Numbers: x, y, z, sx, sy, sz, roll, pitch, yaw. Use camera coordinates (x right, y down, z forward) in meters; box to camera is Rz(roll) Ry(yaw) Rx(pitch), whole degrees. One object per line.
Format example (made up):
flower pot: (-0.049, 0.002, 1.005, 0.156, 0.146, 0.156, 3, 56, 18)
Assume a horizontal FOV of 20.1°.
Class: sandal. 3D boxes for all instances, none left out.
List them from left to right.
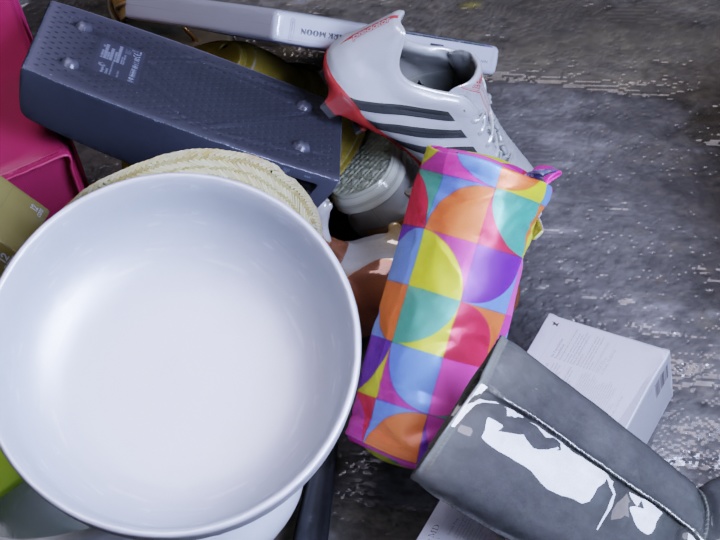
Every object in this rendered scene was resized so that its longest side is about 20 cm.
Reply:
sandal: (-0.158, -0.212, 1.565, 0.080, 0.054, 0.200, -24, 47, -6)

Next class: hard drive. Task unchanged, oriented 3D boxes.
hard drive: (-0.110, -0.099, 1.255, 0.199, 0.042, 0.135, 19, 25, -9)

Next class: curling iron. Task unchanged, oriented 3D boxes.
curling iron: (-0.032, 0.171, 1.188, 0.025, 0.050, 0.200, 9, 47, 7)

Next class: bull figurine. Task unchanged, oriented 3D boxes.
bull figurine: (0.000, 0.000, 1.296, 0.199, 0.122, 0.065, -7, 25, 1)

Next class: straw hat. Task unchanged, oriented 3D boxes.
straw hat: (-0.098, 0.029, 1.177, 0.200, 0.201, 0.085, -22, 55, -5)

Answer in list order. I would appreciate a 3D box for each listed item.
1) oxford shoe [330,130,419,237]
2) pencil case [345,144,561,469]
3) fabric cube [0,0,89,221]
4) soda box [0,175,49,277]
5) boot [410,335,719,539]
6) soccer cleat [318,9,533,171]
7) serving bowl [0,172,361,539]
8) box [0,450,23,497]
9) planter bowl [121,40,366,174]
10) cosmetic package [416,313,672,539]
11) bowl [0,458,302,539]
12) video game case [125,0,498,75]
oxford shoe: (0.016, -0.083, 1.401, 0.075, 0.058, 0.200, -24, 29, 18)
pencil case: (0.056, 0.022, 1.214, 0.088, 0.088, 0.201, 19, 90, 29)
fabric cube: (-0.275, -0.036, 1.338, 0.196, 0.200, 0.200, -21, 46, -5)
soda box: (-0.267, 0.031, 1.197, 0.200, 0.064, 0.068, -49, 12, 23)
boot: (0.153, 0.103, 1.130, 0.200, 0.073, 0.182, 34, 62, 12)
soccer cleat: (0.061, -0.098, 1.307, 0.085, 0.200, 0.069, -35, 40, 31)
serving bowl: (-0.098, 0.052, 1.076, 0.199, 0.066, 0.201, 0, 67, 1)
box: (-0.266, 0.133, 1.210, 0.200, 0.048, 0.122, -35, 13, 9)
planter bowl: (-0.101, -0.098, 1.383, 0.200, 0.084, 0.201, -23, 31, 15)
cosmetic package: (0.106, 0.122, 1.188, 0.082, 0.051, 0.200, 19, 56, 24)
bowl: (-0.111, 0.141, 1.181, 0.200, 0.091, 0.201, -20, 16, 6)
video game case: (-0.036, -0.162, 1.390, 0.181, 0.023, 0.200, 4, 7, -36)
